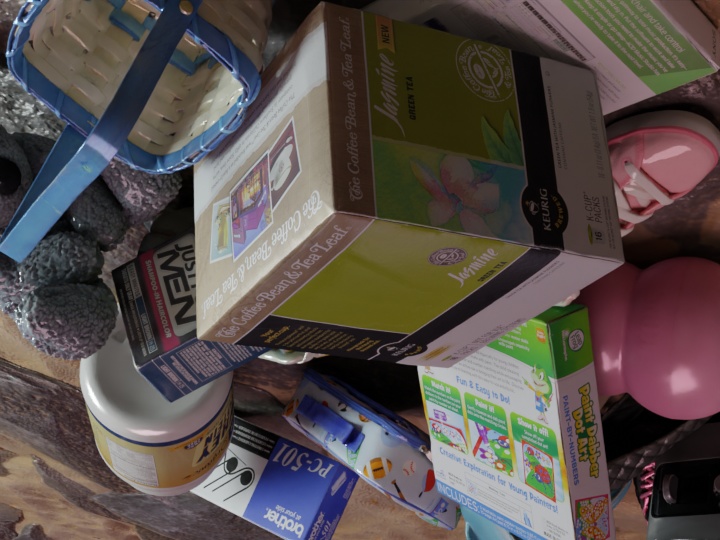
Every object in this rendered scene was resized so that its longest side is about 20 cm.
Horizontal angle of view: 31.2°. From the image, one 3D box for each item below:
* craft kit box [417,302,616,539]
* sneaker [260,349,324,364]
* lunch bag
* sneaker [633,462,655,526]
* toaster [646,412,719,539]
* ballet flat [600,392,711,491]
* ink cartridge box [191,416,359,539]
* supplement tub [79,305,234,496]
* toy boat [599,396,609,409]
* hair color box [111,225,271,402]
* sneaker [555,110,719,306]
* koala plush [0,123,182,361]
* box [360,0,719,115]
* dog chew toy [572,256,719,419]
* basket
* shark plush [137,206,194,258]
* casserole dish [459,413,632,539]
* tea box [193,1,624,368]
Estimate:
[{"bbox_3d":[0.114,0.109,1.025,0.048,0.201,0.199,-21,-160,-26],"label":"craft kit box"},{"bbox_3d":[-0.028,0.039,1.023,0.196,0.081,0.078,0,121,13],"label":"sneaker"},{"bbox_3d":[0.018,0.170,1.260,0.160,0.076,0.199,37,172,-35],"label":"lunch bag"},{"bbox_3d":[0.296,0.197,1.270,0.078,0.097,0.201,1,148,20],"label":"sneaker"},{"bbox_3d":[0.344,0.186,1.150,0.117,0.183,0.200,-9,146,39],"label":"toaster"},{"bbox_3d":[0.249,0.117,1.083,0.067,0.200,0.057,46,-173,24],"label":"ballet flat"},{"bbox_3d":[-0.100,0.222,1.374,0.198,0.095,0.044,16,165,40],"label":"ink cartridge box"},{"bbox_3d":[-0.194,0.129,1.260,0.142,0.146,0.201,10,151,0],"label":"supplement tub"},{"bbox_3d":[0.130,0.096,1.150,0.131,0.131,0.200,47,144,-2],"label":"toy boat"},{"bbox_3d":[-0.081,0.004,0.966,0.198,0.101,0.061,-28,142,4],"label":"hair color box"},{"bbox_3d":[0.163,-0.032,0.903,0.075,0.106,0.199,34,142,-33],"label":"sneaker"},{"bbox_3d":[-0.274,-0.057,0.944,0.182,0.180,0.199,10,163,45],"label":"koala plush"},{"bbox_3d":[0.102,-0.141,0.804,0.198,0.037,0.144,-17,141,42],"label":"box"},{"bbox_3d":[0.206,0.046,1.017,0.197,0.126,0.125,8,152,22],"label":"dog chew toy"},{"bbox_3d":[-0.141,-0.111,0.760,0.138,0.202,0.176,31,145,-21],"label":"basket"},{"bbox_3d":[-0.142,0.009,1.096,0.089,0.084,0.201,6,150,7],"label":"shark plush"},{"bbox_3d":[0.183,0.203,1.219,0.122,0.199,0.039,54,154,-2],"label":"casserole dish"},{"bbox_3d":[0.020,-0.039,0.796,0.194,0.136,0.200,8,155,-28],"label":"tea box"}]
